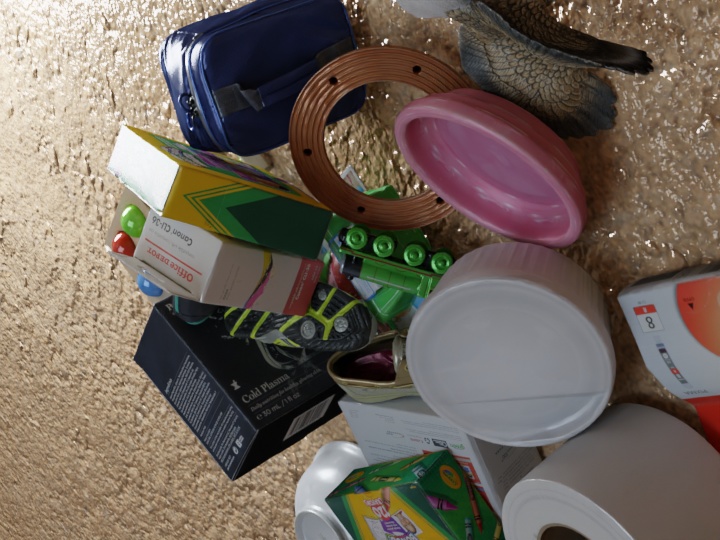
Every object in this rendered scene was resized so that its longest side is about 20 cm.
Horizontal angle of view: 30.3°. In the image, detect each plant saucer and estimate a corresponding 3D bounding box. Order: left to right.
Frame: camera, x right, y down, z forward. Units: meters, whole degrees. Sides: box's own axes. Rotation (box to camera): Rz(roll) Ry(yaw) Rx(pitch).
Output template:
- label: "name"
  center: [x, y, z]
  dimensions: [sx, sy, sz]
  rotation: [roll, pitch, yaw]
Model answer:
- label: "plant saucer"
  center: [0.126, -0.099, 1.223]
  dimensions: [0.200, 0.051, 0.201]
  rotation: [32, 164, 11]

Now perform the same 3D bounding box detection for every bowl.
- label: "bowl"
  center: [-0.021, 0.324, 1.686]
  dimensions: [0.201, 0.090, 0.202]
  rotation: [27, 131, 37]

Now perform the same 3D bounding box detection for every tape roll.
- label: "tape roll"
  center: [0.252, 0.247, 1.262]
  dimensions: [0.202, 0.139, 0.203]
  rotation: [33, 141, 32]

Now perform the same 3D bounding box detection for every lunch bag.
- label: "lunch bag"
  center: [-0.101, -0.199, 1.349]
  dimensions: [0.132, 0.199, 0.137]
  rotation: [12, 125, 57]

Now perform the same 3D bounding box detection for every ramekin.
- label: "ramekin"
  center: [0.148, 0.064, 1.270]
  dimensions: [0.201, 0.094, 0.203]
  rotation: [9, 127, 12]

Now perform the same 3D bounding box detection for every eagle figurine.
- label: "eagle figurine"
  center: [0.145, -0.207, 1.132]
  dimensions: [0.151, 0.151, 0.201]
  rotation: [-34, 80, 32]

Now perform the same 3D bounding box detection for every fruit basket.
- label: "fruit basket"
  center: [0.000, 0.000, 1.456]
  dimensions: [0.186, 0.094, 0.200]
  rotation: [58, 146, 5]

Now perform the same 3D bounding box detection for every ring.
- label: "ring"
  center: [0.028, -0.130, 1.315]
  dimensions: [0.199, 0.019, 0.201]
  rotation: [4, 122, 6]

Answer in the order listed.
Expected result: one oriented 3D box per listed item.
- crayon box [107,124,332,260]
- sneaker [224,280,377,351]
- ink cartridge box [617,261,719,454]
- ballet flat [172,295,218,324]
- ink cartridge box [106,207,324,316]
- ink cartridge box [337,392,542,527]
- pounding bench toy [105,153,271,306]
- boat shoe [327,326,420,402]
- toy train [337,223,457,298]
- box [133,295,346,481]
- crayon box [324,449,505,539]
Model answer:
- label: "crayon box"
  center: [-0.148, -0.082, 1.359]
  dimensions: [0.200, 0.172, 0.059]
  rotation: [34, 107, 59]
- label: "sneaker"
  center: [-0.056, 0.050, 1.456]
  dimensions: [0.199, 0.076, 0.076]
  rotation: [8, 86, 39]
- label: "ink cartridge box"
  center: [0.329, 0.092, 1.167]
  dimensions: [0.162, 0.050, 0.201]
  rotation: [-16, 97, 53]
- label: "ballet flat"
  center: [-0.145, -0.025, 1.514]
  dimensions: [0.073, 0.200, 0.073]
  rotation: [31, 150, 20]
- label: "ink cartridge box"
  center: [-0.147, -0.013, 1.361]
  dimensions: [0.116, 0.200, 0.068]
  rotation: [28, 101, 37]
- label: "ink cartridge box"
  center: [0.096, 0.202, 1.470]
  dimensions: [0.199, 0.084, 0.176]
  rotation: [4, 125, 48]
- label: "pounding bench toy"
  center: [-0.204, -0.068, 1.595]
  dimensions: [0.124, 0.156, 0.200]
  rotation: [50, 141, 15]
- label: "boat shoe"
  center: [0.054, 0.095, 1.400]
  dimensions: [0.199, 0.066, 0.074]
  rotation: [-20, 59, 29]
- label: "toy train"
  center: [0.069, 0.003, 1.340]
  dimensions: [0.199, 0.042, 0.057]
  rotation: [16, 101, 4]
- label: "box"
  center: [-0.126, 0.106, 1.578]
  dimensions: [0.197, 0.200, 0.124]
  rotation: [47, 139, 18]
- label: "crayon box"
  center: [0.058, 0.270, 1.452]
  dimensions: [0.119, 0.058, 0.200]
  rotation: [54, 147, -7]
